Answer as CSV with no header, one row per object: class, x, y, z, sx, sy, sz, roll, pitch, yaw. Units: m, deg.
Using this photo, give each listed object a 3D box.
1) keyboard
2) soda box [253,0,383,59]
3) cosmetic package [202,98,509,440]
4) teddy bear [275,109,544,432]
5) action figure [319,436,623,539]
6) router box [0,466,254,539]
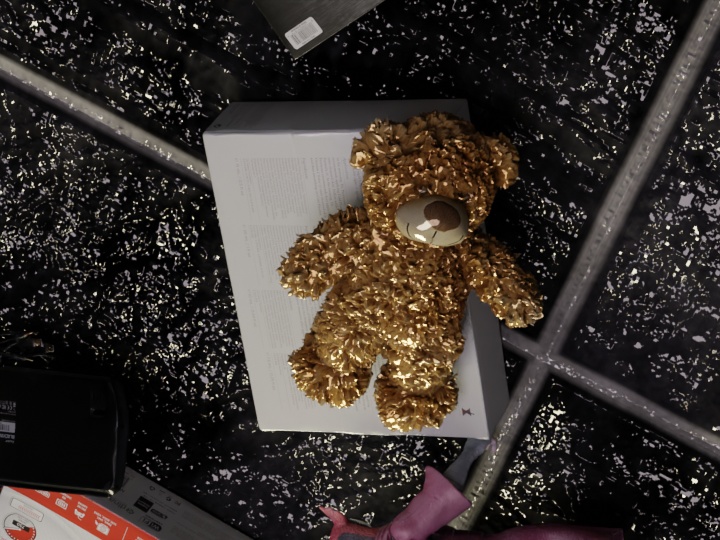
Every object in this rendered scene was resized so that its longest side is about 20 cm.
keyboard,-0.226,0.086,1.526,0.198,0.040,0.105,5,92,28
soda box,0.029,-0.195,1.254,0.199,0.071,0.064,-30,102,32
cosmetic package,0.000,0.000,1.387,0.150,0.052,0.202,2,118,23
teddy bear,0.025,0.010,1.314,0.145,0.067,0.200,35,124,-3
action figure,0.062,0.190,1.416,0.198,0.149,0.135,9,128,2
router box,-0.161,0.224,1.578,0.199,0.049,0.180,28,124,6
